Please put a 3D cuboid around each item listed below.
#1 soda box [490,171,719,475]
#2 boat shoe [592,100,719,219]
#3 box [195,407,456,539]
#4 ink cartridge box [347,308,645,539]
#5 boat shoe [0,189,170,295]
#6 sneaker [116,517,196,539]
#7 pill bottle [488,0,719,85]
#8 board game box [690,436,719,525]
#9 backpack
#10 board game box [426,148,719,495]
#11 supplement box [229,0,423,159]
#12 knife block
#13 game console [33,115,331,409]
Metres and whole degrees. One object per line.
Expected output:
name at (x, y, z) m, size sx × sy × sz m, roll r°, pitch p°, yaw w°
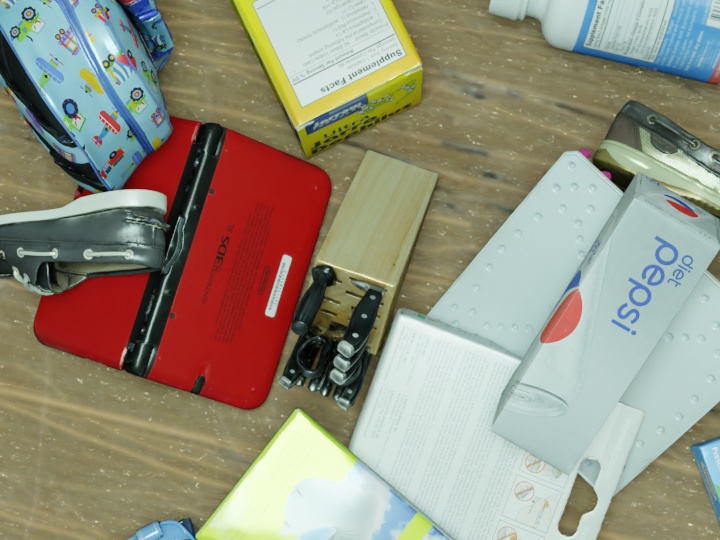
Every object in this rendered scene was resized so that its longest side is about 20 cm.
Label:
soda box at (0.167, 0.038, 0.949) m, size 0.068 × 0.064 × 0.201 m, roll 30°, pitch 114°, yaw 2°
boat shoe at (0.270, -0.065, 1.002) m, size 0.198 × 0.073 × 0.066 m, roll 24°, pitch 89°, yaw 4°
box at (-0.008, 0.210, 1.007) m, size 0.199 × 0.048 × 0.122 m, roll 39°, pitch 85°, yaw 1°
ink cartridge box at (0.093, 0.139, 1.046) m, size 0.198 × 0.050 × 0.163 m, roll 20°, pitch 98°, yaw 1°
boat shoe at (-0.230, -0.012, 1.051) m, size 0.198 × 0.074 × 0.061 m, roll -11°, pitch 76°, yaw 23°
sneaker at (-0.164, 0.227, 1.048) m, size 0.197 × 0.074 × 0.084 m, roll 6°, pitch 81°, yaw -5°
pill bottle at (0.204, -0.219, 1.068) m, size 0.197 × 0.112 × 0.114 m, roll 14°, pitch 84°, yaw 4°
board game box at (0.374, 0.173, 1.053) m, size 0.198 × 0.037 × 0.153 m, roll -20°, pitch 83°, yaw -1°
backpack at (-0.207, -0.164, 1.026) m, size 0.134 × 0.183 × 0.201 m, roll -32°, pitch 68°, yaw -7°
board game box at (0.174, 0.041, 1.022) m, size 0.200 × 0.026 × 0.200 m, roll 43°, pitch 127°, yaw 6°
supplement box at (-0.041, -0.208, 1.075) m, size 0.108 × 0.110 × 0.202 m, roll -25°, pitch 82°, yaw -1°
knife block at (0.000, 0.000, 1.015) m, size 0.063 × 0.176 × 0.202 m, roll 19°, pitch 84°, yaw 3°
game console at (-0.141, -0.011, 1.101) m, size 0.171 × 0.118 × 0.203 m, roll 20°, pitch 84°, yaw -27°
